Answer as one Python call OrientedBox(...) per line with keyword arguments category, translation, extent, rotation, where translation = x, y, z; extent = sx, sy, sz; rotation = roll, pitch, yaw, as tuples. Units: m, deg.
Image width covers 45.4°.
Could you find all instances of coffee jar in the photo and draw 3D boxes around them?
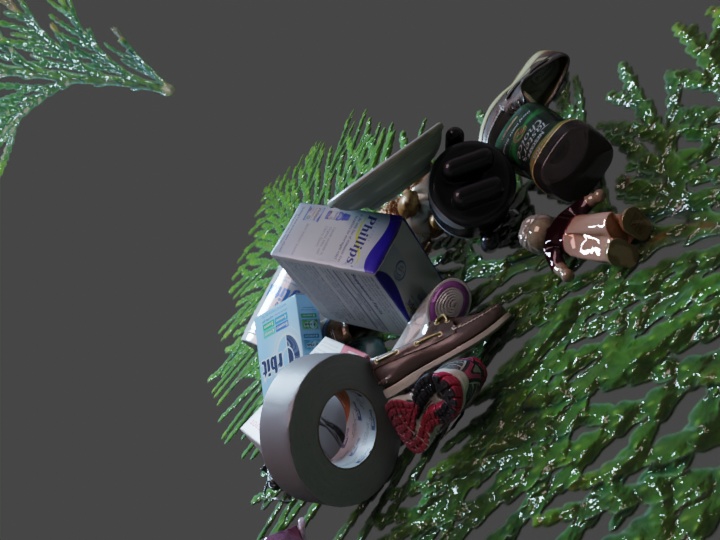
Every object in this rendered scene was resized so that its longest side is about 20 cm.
OrientedBox(category="coffee jar", translation=(0.260, -0.162, 1.169), extent=(0.104, 0.085, 0.200), rotation=(-56, 20, 10))

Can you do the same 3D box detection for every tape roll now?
OrientedBox(category="tape roll", translation=(-0.036, 0.210, 1.150), extent=(0.066, 0.200, 0.201), rotation=(-7, 52, 47))

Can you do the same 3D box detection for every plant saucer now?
OrientedBox(category="plant saucer", translation=(-0.028, 0.193, 1.437), extent=(0.200, 0.027, 0.200), rotation=(-50, 20, 26))
OrientedBox(category="plant saucer", translation=(0.045, -0.134, 1.228), extent=(0.200, 0.050, 0.200), rotation=(-35, 4, 3))

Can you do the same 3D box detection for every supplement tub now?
OrientedBox(category="supplement tub", translation=(-0.137, 0.080, 1.724), extent=(0.200, 0.132, 0.132), rotation=(-64, 20, -14))

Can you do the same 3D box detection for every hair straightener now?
OrientedBox(category="hair straightener", translation=(-0.138, 0.336, 1.492), extent=(0.077, 0.041, 0.200), rotation=(-51, 24, 20))

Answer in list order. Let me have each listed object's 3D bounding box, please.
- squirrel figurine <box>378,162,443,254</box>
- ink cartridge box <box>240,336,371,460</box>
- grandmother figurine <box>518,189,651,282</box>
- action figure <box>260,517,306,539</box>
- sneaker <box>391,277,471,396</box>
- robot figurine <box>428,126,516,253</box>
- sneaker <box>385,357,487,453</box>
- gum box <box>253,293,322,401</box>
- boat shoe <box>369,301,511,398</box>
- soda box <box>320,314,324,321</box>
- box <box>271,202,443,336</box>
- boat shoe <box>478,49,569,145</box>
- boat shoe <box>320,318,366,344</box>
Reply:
OrientedBox(category="squirrel figurine", translation=(0.099, -0.081, 1.428), extent=(0.200, 0.141, 0.187), rotation=(-177, 107, -84))
OrientedBox(category="ink cartridge box", translation=(-0.065, 0.208, 1.286), extent=(0.200, 0.083, 0.147), rotation=(-47, 25, -16))
OrientedBox(category="grandmother figurine", translation=(0.260, -0.046, 1.038), extent=(0.121, 0.061, 0.200), rotation=(-54, 20, -13))
OrientedBox(category="action figure", translation=(-0.068, 0.422, 1.132), extent=(0.149, 0.134, 0.200), rotation=(-20, 8, -38))
OrientedBox(category="sneaker", translation=(0.096, 0.101, 1.232), extent=(0.200, 0.075, 0.100), rotation=(-57, 0, 5))
OrientedBox(category="robot figurine", translation=(0.159, -0.114, 1.229), extent=(0.200, 0.124, 0.151), rotation=(56, -126, -81))
OrientedBox(category="sneaker", translation=(0.097, 0.174, 1.101), extent=(0.075, 0.081, 0.200), rotation=(-27, -12, -32))
OrientedBox(category="gum box", translation=(-0.119, 0.157, 1.466), extent=(0.170, 0.044, 0.201), rotation=(-28, 67, 54))
OrientedBox(category="boat shoe", translation=(0.102, 0.094, 1.129), extent=(0.200, 0.060, 0.072), rotation=(-34, -11, 16))
OrientedBox(category="soda box", translation=(-0.065, 0.089, 1.589), extent=(0.071, 0.063, 0.200), rotation=(5, 54, 20))
OrientedBox(category="box", translation=(0.000, 0.000, 1.311), extent=(0.199, 0.184, 0.105), rotation=(11, 62, 35))
OrientedBox(category="boat shoe", translation=(0.258, -0.263, 1.351), extent=(0.201, 0.072, 0.066), rotation=(-55, 14, -4))
OrientedBox(category="boat shoe", translation=(-0.011, 0.079, 1.511), extent=(0.072, 0.072, 0.200), rotation=(-16, 26, 26))
